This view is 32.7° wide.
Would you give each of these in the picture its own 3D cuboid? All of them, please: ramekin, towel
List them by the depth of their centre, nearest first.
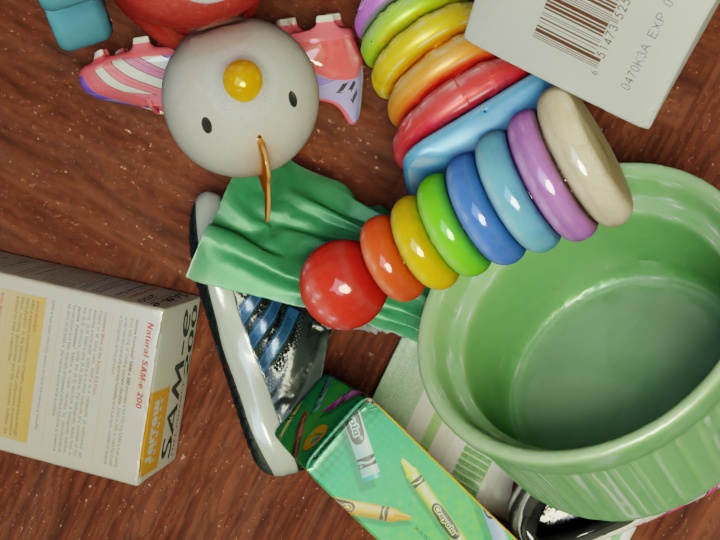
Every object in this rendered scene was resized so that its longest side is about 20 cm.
[{"bbox_3d":[0.142,0.045,0.709,0.199,0.201,0.098,-25,133,15],"label":"ramekin"},{"bbox_3d":[0.111,0.096,0.825,0.199,0.023,0.153,26,103,9],"label":"towel"}]

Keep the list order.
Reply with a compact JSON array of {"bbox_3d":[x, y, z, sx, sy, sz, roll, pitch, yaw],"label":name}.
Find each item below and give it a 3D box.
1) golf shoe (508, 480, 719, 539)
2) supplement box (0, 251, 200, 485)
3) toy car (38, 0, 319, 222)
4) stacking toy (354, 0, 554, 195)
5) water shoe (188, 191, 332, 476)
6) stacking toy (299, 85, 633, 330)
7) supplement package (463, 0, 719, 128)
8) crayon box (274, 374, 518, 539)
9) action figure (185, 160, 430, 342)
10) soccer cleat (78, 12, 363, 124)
[{"bbox_3d":[0.183,0.119,0.751,0.199,0.092,0.073,-33,92,12],"label":"golf shoe"},{"bbox_3d":[-0.225,0.062,0.873,0.199,0.074,0.127,13,99,12],"label":"supplement box"},{"bbox_3d":[-0.077,-0.128,0.710,0.183,0.177,0.201,-20,90,-8],"label":"toy car"},{"bbox_3d":[0.036,-0.153,0.780,0.116,0.110,0.201,-31,78,0],"label":"stacking toy"},{"bbox_3d":[-0.062,0.038,0.847,0.078,0.071,0.201,-17,92,-13],"label":"water shoe"},{"bbox_3d":[0.051,-0.022,0.705,0.199,0.085,0.086,-30,90,20],"label":"stacking toy"},{"bbox_3d":[0.159,-0.198,0.674,0.117,0.200,0.117,28,144,9],"label":"supplement package"},{"bbox_3d":[0.041,0.158,0.771,0.200,0.119,0.058,45,82,-11],"label":"crayon box"},{"bbox_3d":[0.000,0.000,0.794,0.199,0.055,0.119,23,63,0],"label":"action figure"},{"bbox_3d":[-0.095,-0.125,0.827,0.199,0.067,0.077,-6,100,11],"label":"soccer cleat"}]
